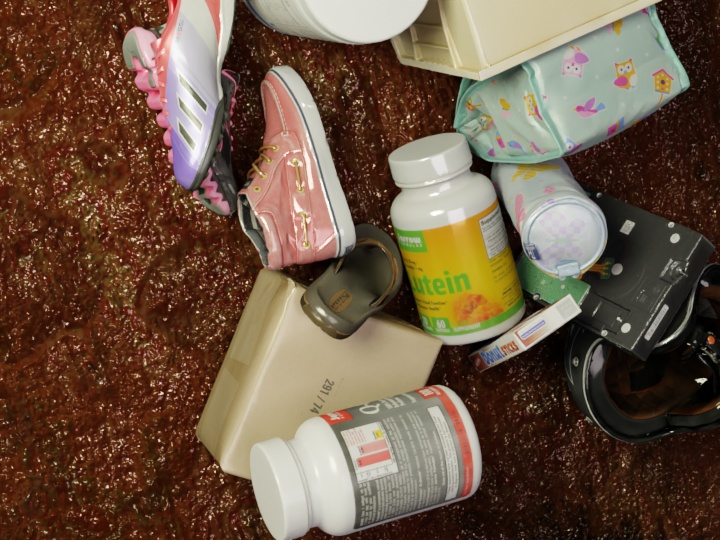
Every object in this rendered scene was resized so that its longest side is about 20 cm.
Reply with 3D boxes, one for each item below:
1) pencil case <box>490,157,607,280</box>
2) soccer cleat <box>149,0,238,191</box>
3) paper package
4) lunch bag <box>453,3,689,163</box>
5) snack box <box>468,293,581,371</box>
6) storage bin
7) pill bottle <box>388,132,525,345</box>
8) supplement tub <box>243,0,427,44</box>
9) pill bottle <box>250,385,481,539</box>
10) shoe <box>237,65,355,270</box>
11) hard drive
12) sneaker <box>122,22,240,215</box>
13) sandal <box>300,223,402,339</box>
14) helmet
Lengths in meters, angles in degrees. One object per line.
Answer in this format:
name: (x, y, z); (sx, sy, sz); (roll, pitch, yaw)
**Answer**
pencil case: (0.189, -0.067, 1.311); (0.083, 0.200, 0.091); (-24, 115, 6)
soccer cleat: (-0.158, -0.171, 1.155); (0.073, 0.068, 0.200); (9, 81, -22)
paper package: (-0.043, 0.122, 1.316); (0.191, 0.103, 0.200); (22, 92, -25)
lunch bag: (0.200, -0.180, 1.297); (0.170, 0.200, 0.122); (-27, 96, -17)
snack box: (0.167, 0.068, 1.341); (0.072, 0.200, 0.024); (-34, 86, -12)
storage bin: (0.143, -0.272, 1.248); (0.200, 0.199, 0.094); (-26, 111, -15)
pill bottle: (0.094, -0.034, 1.331); (0.111, 0.111, 0.200); (-23, 109, -16)
supplement tub: (-0.028, -0.276, 1.177); (0.132, 0.200, 0.132); (-5, 103, -21)
pill bottle: (0.005, 0.186, 1.230); (0.200, 0.116, 0.116); (-12, 106, -21)
shoe: (-0.079, -0.099, 1.235); (0.091, 0.071, 0.200); (-16, 79, -20)
hard drive: (0.256, -0.005, 1.355); (0.038, 0.200, 0.140); (33, 87, -42)
sneaker: (-0.147, -0.151, 1.234); (0.095, 0.079, 0.200); (-31, 113, -25)
sandal: (0.000, 0.000, 1.262); (0.082, 0.200, 0.055); (39, 119, 3)
helmet: (0.320, 0.086, 1.408); (0.200, 0.191, 0.200); (18, 63, -41)
